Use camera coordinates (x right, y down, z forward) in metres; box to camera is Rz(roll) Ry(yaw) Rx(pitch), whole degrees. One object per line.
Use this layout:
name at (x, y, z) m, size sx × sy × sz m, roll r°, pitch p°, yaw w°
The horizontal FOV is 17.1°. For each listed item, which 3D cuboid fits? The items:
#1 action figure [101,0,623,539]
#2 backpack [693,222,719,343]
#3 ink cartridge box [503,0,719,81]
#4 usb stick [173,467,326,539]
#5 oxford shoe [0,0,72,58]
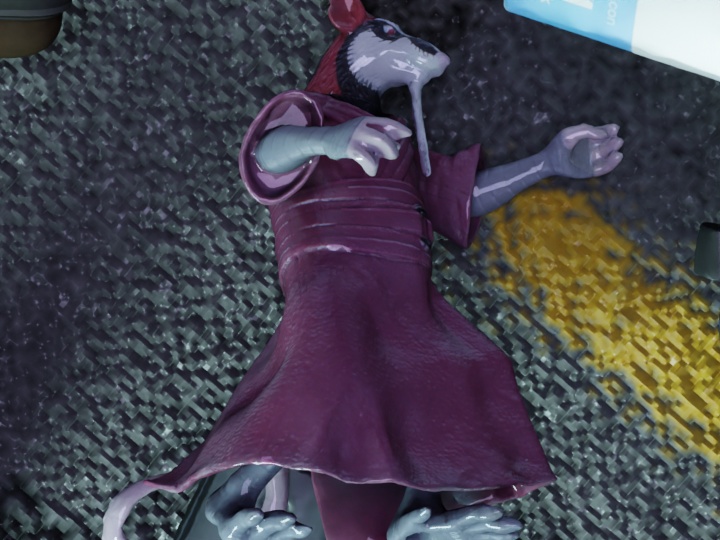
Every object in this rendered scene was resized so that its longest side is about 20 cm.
action figure at (0.000, 0.000, 0.809) m, size 0.149 × 0.134 × 0.201 m, roll -26°, pitch 58°, yaw 39°
backpack at (0.222, 0.044, 0.755) m, size 0.190 × 0.154 × 0.201 m, roll -17°, pitch 100°, yaw 14°
ink cartridge box at (0.165, -0.103, 0.715) m, size 0.199 × 0.146 × 0.086 m, roll 23°, pitch 120°, yaw 25°
usb stick at (-0.062, 0.147, 0.852) m, size 0.055 × 0.033 × 0.201 m, roll 26°, pitch 96°, yaw 5°
oxford shoe at (-0.194, -0.071, 0.841) m, size 0.199 × 0.073 × 0.085 m, roll -7°, pitch 109°, yaw 10°
